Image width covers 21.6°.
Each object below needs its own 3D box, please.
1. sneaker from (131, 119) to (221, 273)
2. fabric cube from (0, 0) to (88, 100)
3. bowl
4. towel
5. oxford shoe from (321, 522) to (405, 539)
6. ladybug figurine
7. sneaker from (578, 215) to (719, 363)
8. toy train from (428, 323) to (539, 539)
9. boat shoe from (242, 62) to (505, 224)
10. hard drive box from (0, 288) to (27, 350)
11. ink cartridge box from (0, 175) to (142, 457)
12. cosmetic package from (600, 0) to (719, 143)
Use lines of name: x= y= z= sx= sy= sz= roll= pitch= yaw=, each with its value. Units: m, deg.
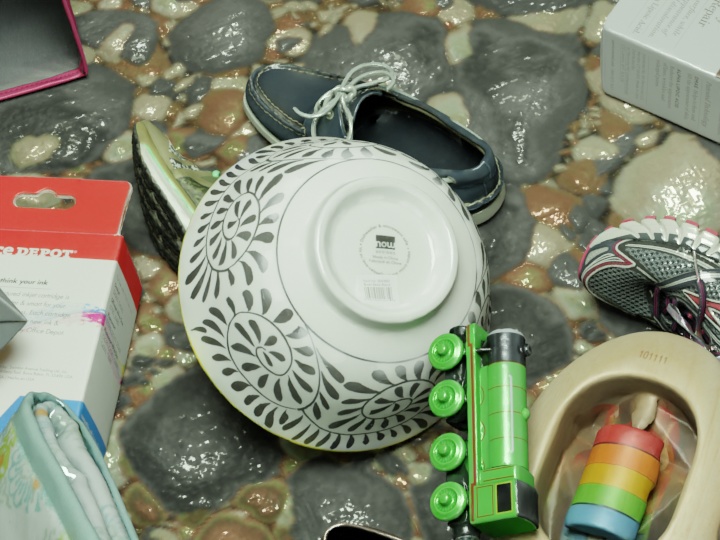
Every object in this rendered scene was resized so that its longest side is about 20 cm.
sneaker: x=-0.076 y=-0.028 z=1.209 sx=0.089 sy=0.077 sz=0.200 roll=-29 pitch=65 yaw=-23
fabric cube: x=-0.318 y=-0.240 z=1.293 sx=0.200 sy=0.196 sz=0.199 roll=-17 pitch=57 yaw=-4
bowl: x=0.000 y=0.000 z=1.110 sx=0.201 sy=0.094 sz=0.201 roll=6 pitch=72 yaw=-17
towel: x=-0.183 y=0.187 z=1.009 sx=0.171 sy=0.048 sz=0.200 roll=-54 pitch=39 yaw=17
oxford shoe: x=0.058 y=0.190 z=0.936 sx=0.200 sy=0.073 sz=0.071 roll=26 pitch=67 yaw=24
ladybug figurine: x=0.148 y=0.131 z=1.065 sx=0.136 sy=0.072 sz=0.200 roll=16 pitch=65 yaw=26
sneaker: x=0.216 y=0.031 z=1.115 sx=0.200 sy=0.081 sz=0.075 roll=24 pitch=61 yaw=28
toy train: x=0.069 y=0.119 z=1.034 sx=0.056 sy=0.042 sz=0.200 roll=-14 pitch=61 yaw=28
boat shoe: x=0.005 y=-0.094 z=1.240 sx=0.200 sy=0.062 sz=0.075 roll=32 pitch=68 yaw=24
hard drive box: x=-0.313 y=0.021 z=1.137 sx=0.156 sy=0.077 sz=0.200 roll=-46 pitch=44 yaw=-2
ink cartridge box: x=-0.207 y=0.040 z=1.173 sx=0.116 sy=0.067 sz=0.200 roll=3 pitch=58 yaw=10
cosmetic package: x=0.266 y=-0.133 z=1.229 sx=0.200 sy=0.074 sz=0.102 roll=25 pitch=64 yaw=22
